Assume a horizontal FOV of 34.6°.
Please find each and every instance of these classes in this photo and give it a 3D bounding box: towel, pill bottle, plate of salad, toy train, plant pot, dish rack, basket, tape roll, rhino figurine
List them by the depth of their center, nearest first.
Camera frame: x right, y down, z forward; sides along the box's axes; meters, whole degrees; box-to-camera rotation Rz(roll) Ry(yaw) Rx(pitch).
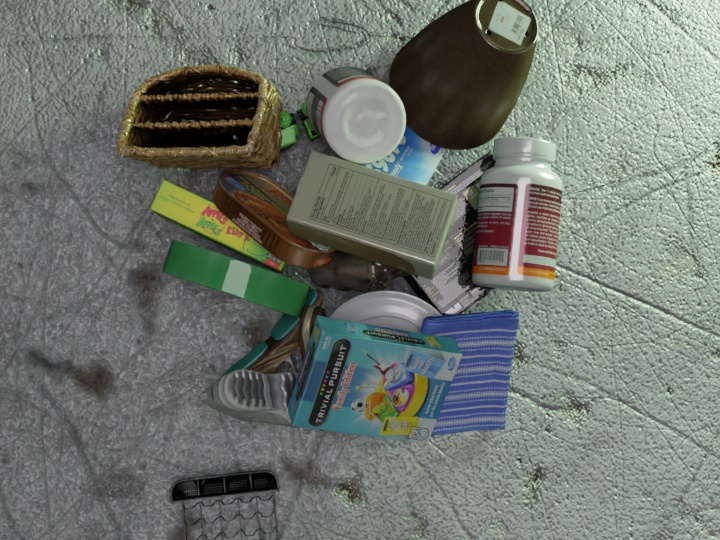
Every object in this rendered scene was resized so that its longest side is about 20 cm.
[{"bbox_3d":[-0.014,-0.217,1.568,0.111,0.200,0.111,-4,108,-11],"label":"pill bottle"},{"bbox_3d":[0.215,-0.075,1.572,0.113,0.113,0.200,6,87,-4],"label":"pill bottle"},{"bbox_3d":[-0.169,0.012,1.584,0.200,0.200,0.048,18,86,-3],"label":"tape roll"},{"bbox_3d":[0.000,0.000,1.590,0.087,0.200,0.060,2,90,-35],"label":"rhino figurine"},{"bbox_3d":[0.160,-0.292,1.592,0.187,0.200,0.187,7,69,-18],"label":"plant pot"},{"bbox_3d":[-0.218,-0.217,1.595,0.200,0.149,0.143,1,88,13],"label":"basket"},{"bbox_3d":[0.149,0.147,1.633,0.145,0.024,0.200,-4,117,-15],"label":"towel"},{"bbox_3d":[-0.184,0.386,1.643,0.153,0.055,0.200,-6,89,-3],"label":"dish rack"},{"bbox_3d":[0.042,0.115,1.654,0.200,0.048,0.200,4,115,8],"label":"plate of salad"},{"bbox_3d":[-0.060,-0.223,1.683,0.200,0.042,0.056,-23,99,-5],"label":"toy train"}]

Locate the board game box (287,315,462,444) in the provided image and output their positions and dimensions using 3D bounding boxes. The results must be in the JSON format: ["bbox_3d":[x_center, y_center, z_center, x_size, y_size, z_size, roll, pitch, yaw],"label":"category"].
[{"bbox_3d":[0.018,0.151,1.568,0.200,0.047,0.151,10,115,-18],"label":"board game box"}]

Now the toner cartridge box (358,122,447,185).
[{"bbox_3d":[0.056,-0.153,1.622,0.095,0.043,0.200,35,42,-5],"label":"toner cartridge box"}]

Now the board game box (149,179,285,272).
[{"bbox_3d":[-0.192,-0.060,1.635,0.200,0.102,0.048,26,87,-3],"label":"board game box"}]

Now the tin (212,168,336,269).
[{"bbox_3d":[-0.116,-0.071,1.582,0.200,0.112,0.042,39,123,23],"label":"tin"}]

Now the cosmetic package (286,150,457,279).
[{"bbox_3d":[0.015,-0.071,1.491,0.200,0.071,0.105,19,75,7],"label":"cosmetic package"}]

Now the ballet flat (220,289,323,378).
[{"bbox_3d":[-0.111,0.117,1.658,0.200,0.068,0.072,-46,111,-4],"label":"ballet flat"}]

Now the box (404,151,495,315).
[{"bbox_3d":[0.149,-0.044,1.666,0.200,0.086,0.164,-38,91,-5],"label":"box"}]

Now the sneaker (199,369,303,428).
[{"bbox_3d":[-0.136,0.178,1.616,0.082,0.200,0.075,-15,63,37],"label":"sneaker"}]

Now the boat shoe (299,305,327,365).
[{"bbox_3d":[-0.034,0.134,1.613,0.075,0.075,0.202,-2,124,12],"label":"boat shoe"}]
